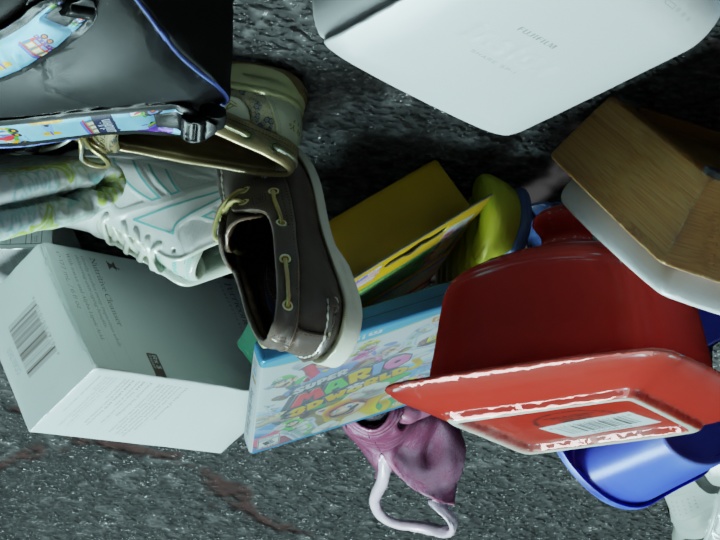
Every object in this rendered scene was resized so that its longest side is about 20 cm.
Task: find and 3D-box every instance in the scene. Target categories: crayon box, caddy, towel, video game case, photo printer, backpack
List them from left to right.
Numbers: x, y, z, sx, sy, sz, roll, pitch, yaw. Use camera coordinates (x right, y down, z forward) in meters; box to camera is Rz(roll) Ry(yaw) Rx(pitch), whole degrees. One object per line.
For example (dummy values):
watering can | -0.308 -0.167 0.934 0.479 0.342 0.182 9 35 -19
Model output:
towel | -0.277 -0.041 1.655 0.170 0.049 0.199 4 -167 39
backpack | -0.187 -0.150 1.453 0.199 0.135 0.183 -9 151 24
video game case | -0.008 0.069 1.771 0.142 0.018 0.200 -17 161 -11
crayon box | 0.000 0.000 1.748 0.125 0.052 0.200 -31 168 -28
photo printer | 0.096 -0.158 1.470 0.166 0.070 0.199 24 147 -35
caddy | 0.206 0.086 1.828 0.105 0.142 0.199 -29 174 41

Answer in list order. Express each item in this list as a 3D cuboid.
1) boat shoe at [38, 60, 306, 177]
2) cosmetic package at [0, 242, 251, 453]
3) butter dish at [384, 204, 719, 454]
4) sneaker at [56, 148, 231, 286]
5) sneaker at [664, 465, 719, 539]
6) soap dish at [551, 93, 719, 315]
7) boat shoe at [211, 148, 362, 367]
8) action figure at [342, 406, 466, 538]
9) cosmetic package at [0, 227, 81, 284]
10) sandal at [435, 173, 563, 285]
boat shoe | -0.134 -0.099 1.629 0.198 0.063 0.073 3 154 2
cosmetic package | -0.159 0.057 1.823 0.081 0.113 0.199 -42 150 28
butter dish | 0.136 0.030 1.667 0.199 0.149 0.199 -10 162 26
sneaker | -0.136 -0.035 1.741 0.199 0.081 0.071 3 156 5
sneaker | 0.276 0.172 2.124 0.079 0.074 0.200 17 150 6
soap dish | 0.222 -0.034 1.592 0.156 0.082 0.200 16 -164 -21
boat shoe | -0.058 -0.020 1.636 0.059 0.201 0.072 10 129 -32
action figure | 0.008 0.112 1.954 0.133 0.150 0.200 4 168 13
cosmetic package | -0.239 0.009 1.874 0.082 0.051 0.200 0 153 7
sandal | 0.102 0.005 1.794 0.086 0.080 0.200 5 155 -11
